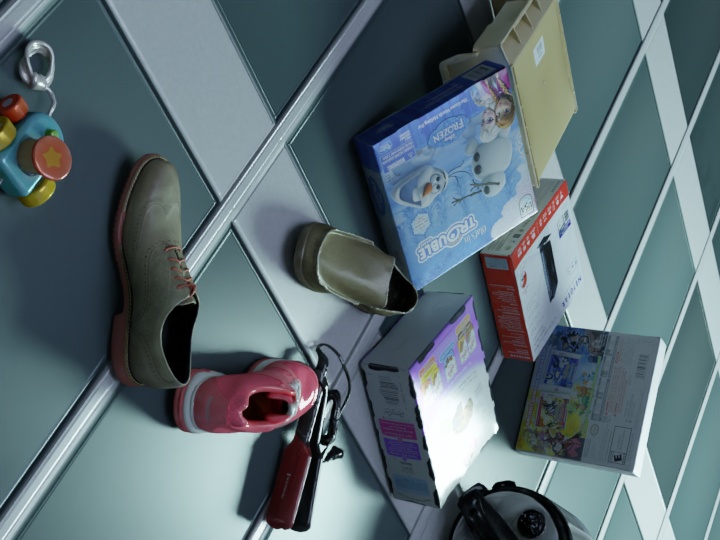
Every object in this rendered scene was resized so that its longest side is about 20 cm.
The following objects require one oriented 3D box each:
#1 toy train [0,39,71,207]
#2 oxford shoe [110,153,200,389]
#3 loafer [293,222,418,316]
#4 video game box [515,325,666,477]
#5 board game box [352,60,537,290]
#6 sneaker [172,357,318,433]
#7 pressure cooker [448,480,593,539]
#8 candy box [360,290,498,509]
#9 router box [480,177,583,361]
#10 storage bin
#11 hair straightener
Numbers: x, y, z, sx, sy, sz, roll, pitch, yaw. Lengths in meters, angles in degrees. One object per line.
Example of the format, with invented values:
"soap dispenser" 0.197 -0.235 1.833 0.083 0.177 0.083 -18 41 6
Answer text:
"toy train" -0.274 -0.106 0.829 0.199 0.055 0.152 -17 109 -55
"oxford shoe" -0.164 0.002 0.999 0.070 0.074 0.202 -8 101 -56
"loafer" 0.000 0.000 1.260 0.200 0.067 0.077 25 74 -56
"video game box" 0.335 0.186 1.705 0.047 0.181 0.201 40 62 -56
"board game box" 0.104 -0.109 1.359 0.199 0.043 0.200 -33 126 -21
"sneaker" -0.088 0.130 1.126 0.200 0.086 0.074 -3 98 -57
"pressure cooker" 0.208 0.375 1.544 0.200 0.175 0.180 39 59 -56
"candy box" 0.088 0.154 1.418 0.168 0.071 0.201 -44 129 -46
"router box" 0.247 -0.004 1.660 0.200 0.049 0.181 -50 134 -42
"storage bin" 0.191 -0.234 1.480 0.200 0.093 0.200 -56 138 -45
"hair straightener" -0.049 0.178 1.247 0.077 0.041 0.202 30 65 -55
